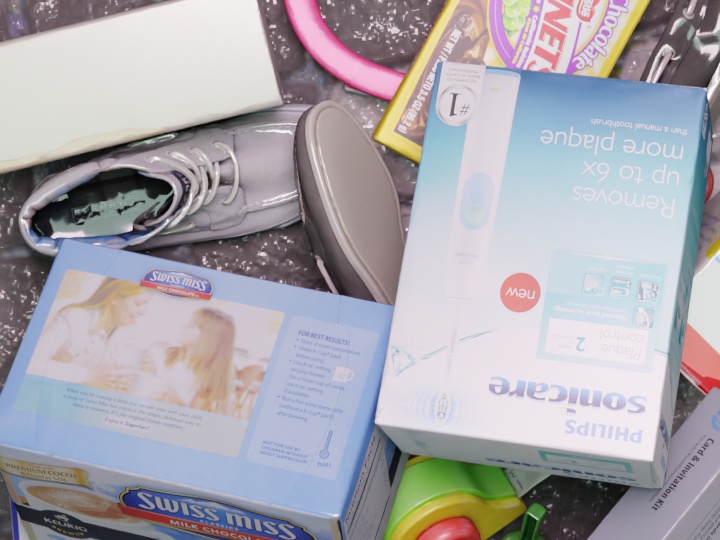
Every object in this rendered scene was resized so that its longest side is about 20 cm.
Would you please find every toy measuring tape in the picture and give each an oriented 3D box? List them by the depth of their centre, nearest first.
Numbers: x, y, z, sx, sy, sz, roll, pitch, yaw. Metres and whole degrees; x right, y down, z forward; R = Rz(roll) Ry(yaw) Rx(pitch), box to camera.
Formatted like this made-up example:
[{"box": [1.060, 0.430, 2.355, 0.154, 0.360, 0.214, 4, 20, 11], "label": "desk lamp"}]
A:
[{"box": [0.069, 0.118, 1.320, 0.200, 0.074, 0.074, -36, 96, 8], "label": "toy measuring tape"}]

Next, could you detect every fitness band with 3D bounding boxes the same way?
[{"box": [0.053, -0.163, 1.311, 0.199, 0.037, 0.144, 9, 96, -4], "label": "fitness band"}]

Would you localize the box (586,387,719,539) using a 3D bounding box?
[{"box": [0.190, 0.182, 1.270, 0.156, 0.041, 0.200, -48, 139, -14], "label": "box"}]

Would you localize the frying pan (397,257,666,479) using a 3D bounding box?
[{"box": [0.108, 0.025, 1.248, 0.190, 0.031, 0.115, 26, 89, 21], "label": "frying pan"}]

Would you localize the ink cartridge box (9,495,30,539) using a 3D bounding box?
[{"box": [-0.101, 0.128, 1.317, 0.199, 0.037, 0.095, -9, 62, -2], "label": "ink cartridge box"}]

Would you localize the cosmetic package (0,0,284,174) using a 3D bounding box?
[{"box": [-0.146, -0.105, 1.279, 0.199, 0.104, 0.073, -13, 97, 1], "label": "cosmetic package"}]

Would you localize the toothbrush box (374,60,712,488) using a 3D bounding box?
[{"box": [0.099, 0.003, 1.197, 0.146, 0.085, 0.201, 8, 77, 13], "label": "toothbrush box"}]

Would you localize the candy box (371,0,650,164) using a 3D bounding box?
[{"box": [0.098, -0.138, 1.285, 0.102, 0.026, 0.200, 28, 93, -7], "label": "candy box"}]

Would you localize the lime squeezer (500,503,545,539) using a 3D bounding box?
[{"box": [0.084, 0.197, 1.338, 0.038, 0.071, 0.200, 23, 125, 0], "label": "lime squeezer"}]

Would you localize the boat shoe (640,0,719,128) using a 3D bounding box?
[{"box": [0.175, -0.101, 1.295, 0.057, 0.067, 0.200, 34, 91, 19], "label": "boat shoe"}]

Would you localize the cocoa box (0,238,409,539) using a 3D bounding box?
[{"box": [-0.082, 0.085, 1.243, 0.199, 0.131, 0.134, 11, 61, 12], "label": "cocoa box"}]

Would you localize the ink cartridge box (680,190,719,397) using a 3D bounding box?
[{"box": [0.213, 0.005, 1.293, 0.067, 0.116, 0.200, 43, 94, -6], "label": "ink cartridge box"}]

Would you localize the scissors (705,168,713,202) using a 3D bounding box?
[{"box": [0.115, -0.033, 1.340, 0.200, 0.014, 0.073, -28, 98, 3], "label": "scissors"}]

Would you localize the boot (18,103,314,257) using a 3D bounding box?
[{"box": [-0.095, -0.044, 1.290, 0.199, 0.096, 0.074, -17, 97, 0], "label": "boot"}]

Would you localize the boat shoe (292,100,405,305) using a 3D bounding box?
[{"box": [0.000, 0.000, 1.299, 0.057, 0.067, 0.200, -12, 113, 38], "label": "boat shoe"}]
